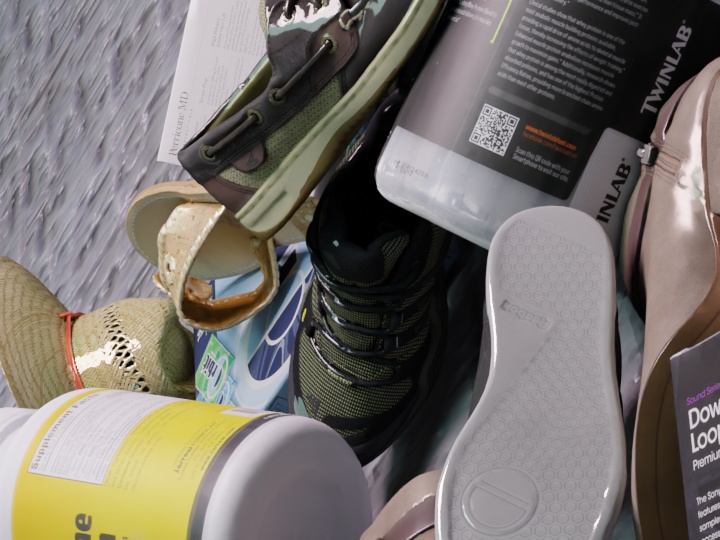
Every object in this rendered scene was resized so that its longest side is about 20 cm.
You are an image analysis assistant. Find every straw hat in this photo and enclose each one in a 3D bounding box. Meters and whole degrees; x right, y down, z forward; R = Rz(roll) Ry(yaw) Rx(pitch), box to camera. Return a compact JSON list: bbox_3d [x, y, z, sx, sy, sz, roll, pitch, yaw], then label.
[{"bbox_3d":[-0.129,0.057,1.569,0.085,0.201,0.201,-29,32,8],"label":"straw hat"}]

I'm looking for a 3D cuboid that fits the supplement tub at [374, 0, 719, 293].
[{"bbox_3d":[0.097,-0.101,1.180,0.201,0.122,0.123,-66,21,4],"label":"supplement tub"}]

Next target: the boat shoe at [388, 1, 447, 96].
[{"bbox_3d":[0.083,-0.122,1.312,0.199,0.074,0.066,-48,58,34],"label":"boat shoe"}]

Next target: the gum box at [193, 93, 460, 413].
[{"bbox_3d":[-0.023,0.007,1.468,0.200,0.044,0.170,-55,24,28],"label":"gum box"}]

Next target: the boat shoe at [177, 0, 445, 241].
[{"bbox_3d":[-0.016,-0.099,1.208,0.201,0.066,0.072,-55,10,33],"label":"boat shoe"}]

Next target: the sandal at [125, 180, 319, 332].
[{"bbox_3d":[-0.073,-0.005,1.429,0.212,0.078,0.070,-22,43,55],"label":"sandal"}]

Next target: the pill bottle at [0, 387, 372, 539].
[{"bbox_3d":[-0.101,0.115,1.306,0.200,0.112,0.112,5,72,40],"label":"pill bottle"}]

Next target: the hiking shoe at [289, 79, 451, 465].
[{"bbox_3d":[0.000,0.000,1.290,0.101,0.076,0.201,-6,-64,-63],"label":"hiking shoe"}]

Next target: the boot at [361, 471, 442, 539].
[{"bbox_3d":[0.032,0.146,1.159,0.200,0.070,0.147,-43,26,40],"label":"boot"}]

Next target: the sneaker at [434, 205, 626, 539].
[{"bbox_3d":[0.073,0.081,1.083,0.099,0.070,0.200,79,-164,-50],"label":"sneaker"}]

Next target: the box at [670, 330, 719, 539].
[{"bbox_3d":[0.162,0.098,0.891,0.143,0.036,0.201,-36,54,53],"label":"box"}]

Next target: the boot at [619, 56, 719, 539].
[{"bbox_3d":[0.133,0.013,1.078,0.146,0.070,0.201,-153,83,-77],"label":"boot"}]

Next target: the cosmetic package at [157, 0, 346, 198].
[{"bbox_3d":[-0.033,-0.141,1.323,0.051,0.082,0.201,-10,-67,-78],"label":"cosmetic package"}]
